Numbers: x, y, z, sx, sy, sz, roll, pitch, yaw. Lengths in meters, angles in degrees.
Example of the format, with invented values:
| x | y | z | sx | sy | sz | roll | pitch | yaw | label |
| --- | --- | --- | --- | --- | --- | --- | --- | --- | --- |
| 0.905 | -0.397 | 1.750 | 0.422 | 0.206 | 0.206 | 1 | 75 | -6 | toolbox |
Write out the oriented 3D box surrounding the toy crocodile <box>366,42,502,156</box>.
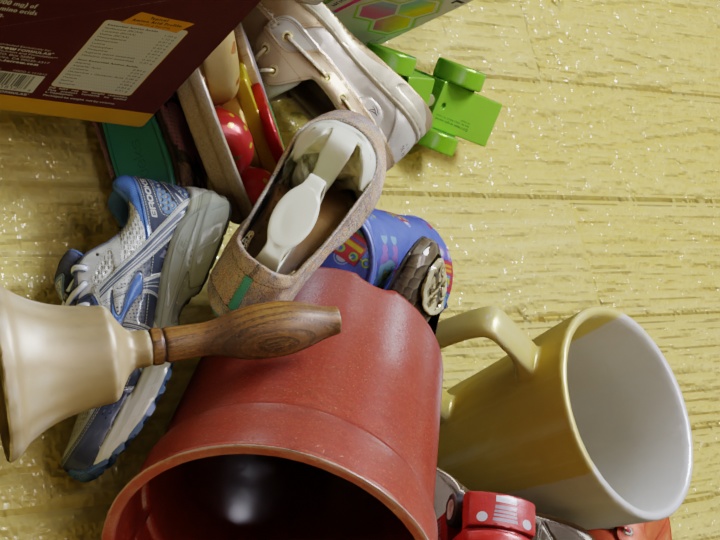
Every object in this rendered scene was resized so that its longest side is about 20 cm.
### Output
| x | y | z | sx | sy | sz | roll | pitch | yaw | label |
| --- | --- | --- | --- | --- | --- | --- | --- | --- | --- |
| 0.031 | -0.128 | 1.768 | 0.200 | 0.062 | 0.068 | 9 | 104 | -48 | toy crocodile |

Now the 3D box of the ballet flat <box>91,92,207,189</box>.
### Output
| x | y | z | sx | sy | sz | roll | pitch | yaw | label |
| --- | --- | --- | --- | --- | --- | --- | --- | --- | --- |
| -0.146 | -0.125 | 1.540 | 0.200 | 0.069 | 0.071 | 71 | 19 | 3 | ballet flat |

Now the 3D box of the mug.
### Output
| x | y | z | sx | sy | sz | roll | pitch | yaw | label |
| --- | --- | --- | --- | --- | --- | --- | --- | --- | --- |
| 0.118 | 0.102 | 1.678 | 0.149 | 0.153 | 0.187 | -31 | 97 | -53 | mug |

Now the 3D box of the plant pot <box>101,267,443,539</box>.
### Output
| x | y | z | sx | sy | sz | roll | pitch | yaw | label |
| --- | --- | --- | --- | --- | --- | --- | --- | --- | --- |
| -0.034 | 0.114 | 1.460 | 0.201 | 0.201 | 0.195 | 48 | 33 | -25 | plant pot |

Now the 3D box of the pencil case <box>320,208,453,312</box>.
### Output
| x | y | z | sx | sy | sz | roll | pitch | yaw | label |
| --- | --- | --- | --- | --- | --- | --- | --- | --- | --- |
| 0.000 | 0.000 | 1.603 | 0.087 | 0.078 | 0.200 | -71 | 162 | 3 | pencil case |

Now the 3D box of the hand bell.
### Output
| x | y | z | sx | sy | sz | roll | pitch | yaw | label |
| --- | --- | --- | --- | --- | --- | --- | --- | --- | --- |
| -0.108 | 0.043 | 1.375 | 0.200 | 0.104 | 0.104 | -7 | 75 | -13 | hand bell |

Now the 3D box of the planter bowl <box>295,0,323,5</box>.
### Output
| x | y | z | sx | sy | sz | roll | pitch | yaw | label |
| --- | --- | --- | --- | --- | --- | --- | --- | --- | --- |
| -0.039 | -0.257 | 1.566 | 0.200 | 0.135 | 0.200 | 32 | 16 | -10 | planter bowl |

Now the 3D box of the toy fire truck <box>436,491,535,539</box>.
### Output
| x | y | z | sx | sy | sz | roll | pitch | yaw | label |
| --- | --- | --- | --- | --- | --- | --- | --- | --- | --- |
| 0.049 | 0.230 | 1.484 | 0.049 | 0.200 | 0.141 | 11 | 62 | -17 | toy fire truck |

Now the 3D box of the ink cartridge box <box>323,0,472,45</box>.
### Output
| x | y | z | sx | sy | sz | roll | pitch | yaw | label |
| --- | --- | --- | --- | --- | --- | --- | --- | --- | --- |
| 0.043 | -0.210 | 1.745 | 0.200 | 0.148 | 0.076 | 15 | 61 | -48 | ink cartridge box |

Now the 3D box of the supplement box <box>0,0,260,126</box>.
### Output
| x | y | z | sx | sy | sz | roll | pitch | yaw | label |
| --- | --- | --- | --- | --- | --- | --- | --- | --- | --- |
| -0.178 | -0.192 | 1.366 | 0.197 | 0.200 | 0.133 | 6 | 66 | -27 | supplement box |

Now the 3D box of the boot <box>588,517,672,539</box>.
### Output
| x | y | z | sx | sy | sz | roll | pitch | yaw | label |
| --- | --- | --- | --- | --- | --- | --- | --- | --- | --- |
| 0.175 | 0.187 | 1.732 | 0.200 | 0.075 | 0.108 | -11 | 108 | -68 | boot |

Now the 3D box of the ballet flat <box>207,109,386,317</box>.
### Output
| x | y | z | sx | sy | sz | roll | pitch | yaw | label |
| --- | --- | --- | --- | --- | --- | --- | --- | --- | --- |
| -0.027 | -0.044 | 1.464 | 0.068 | 0.067 | 0.200 | 27 | 49 | 1 | ballet flat |

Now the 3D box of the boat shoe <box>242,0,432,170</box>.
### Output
| x | y | z | sx | sy | sz | roll | pitch | yaw | label |
| --- | --- | --- | --- | --- | --- | --- | --- | --- | --- |
| -0.044 | -0.140 | 1.650 | 0.200 | 0.074 | 0.069 | 39 | 71 | -4 | boat shoe |

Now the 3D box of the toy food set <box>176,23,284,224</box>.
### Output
| x | y | z | sx | sy | sz | roll | pitch | yaw | label |
| --- | --- | --- | --- | --- | --- | --- | --- | --- | --- |
| -0.089 | -0.121 | 1.545 | 0.198 | 0.049 | 0.200 | -107 | 177 | -72 | toy food set |

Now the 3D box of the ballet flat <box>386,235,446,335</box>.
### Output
| x | y | z | sx | sy | sz | roll | pitch | yaw | label |
| --- | --- | --- | --- | --- | --- | --- | --- | --- | --- |
| 0.034 | 0.066 | 1.579 | 0.067 | 0.046 | 0.200 | -39 | 147 | -48 | ballet flat |

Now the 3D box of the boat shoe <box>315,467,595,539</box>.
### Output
| x | y | z | sx | sy | sz | roll | pitch | yaw | label |
| --- | --- | --- | --- | --- | --- | --- | --- | --- | --- |
| 0.058 | 0.177 | 1.599 | 0.200 | 0.065 | 0.072 | 18 | 62 | -12 | boat shoe |

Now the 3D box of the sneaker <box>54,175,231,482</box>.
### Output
| x | y | z | sx | sy | sz | roll | pitch | yaw | label |
| --- | --- | --- | --- | --- | --- | --- | --- | --- | --- |
| -0.150 | 0.031 | 1.452 | 0.085 | 0.077 | 0.200 | 23 | 63 | -9 | sneaker |
